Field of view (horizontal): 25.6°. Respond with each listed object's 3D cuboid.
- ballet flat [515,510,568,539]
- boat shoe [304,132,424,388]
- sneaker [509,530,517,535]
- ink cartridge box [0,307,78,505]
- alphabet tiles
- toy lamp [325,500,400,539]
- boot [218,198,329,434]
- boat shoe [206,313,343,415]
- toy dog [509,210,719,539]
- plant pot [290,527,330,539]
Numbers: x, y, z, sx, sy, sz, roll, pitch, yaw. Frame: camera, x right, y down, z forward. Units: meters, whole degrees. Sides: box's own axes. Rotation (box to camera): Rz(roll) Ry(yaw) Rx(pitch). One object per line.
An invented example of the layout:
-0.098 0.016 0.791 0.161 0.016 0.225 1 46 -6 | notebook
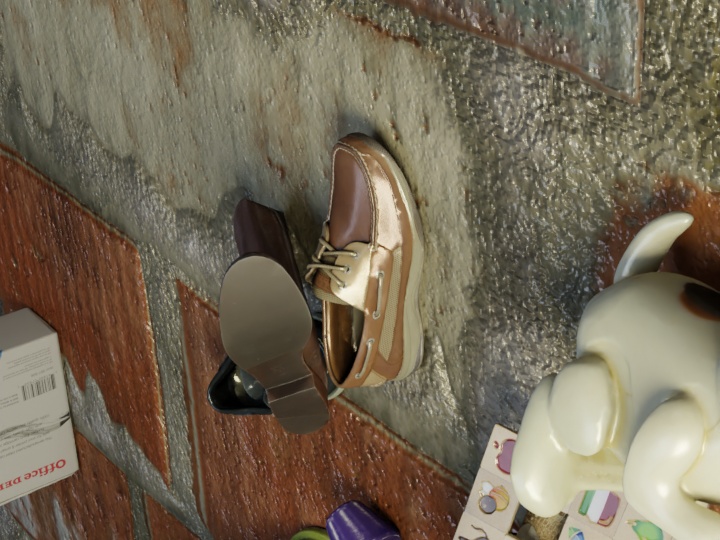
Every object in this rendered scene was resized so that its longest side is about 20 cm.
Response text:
0.130 0.231 1.066 0.071 0.065 0.200 159 100 -77 | ballet flat
0.000 0.000 1.151 0.076 0.072 0.200 24 128 50 | boat shoe
0.128 0.278 1.142 0.084 0.077 0.200 -2 108 35 | sneaker
-0.425 0.165 1.866 0.084 0.145 0.200 33 134 47 | ink cartridge box
0.128 0.223 1.031 0.167 0.008 0.200 27 111 23 | alphabet tiles
0.042 0.269 1.275 0.200 0.058 0.058 49 145 26 | toy lamp
-0.074 -0.003 1.193 0.200 0.064 0.186 -102 -1 -46 | boot
-0.075 0.086 1.332 0.199 0.066 0.075 -16 95 60 | boat shoe
0.204 0.067 0.834 0.200 0.139 0.194 -4 69 60 | toy dog
-0.081 0.356 1.397 0.200 0.184 0.201 36 138 42 | plant pot
